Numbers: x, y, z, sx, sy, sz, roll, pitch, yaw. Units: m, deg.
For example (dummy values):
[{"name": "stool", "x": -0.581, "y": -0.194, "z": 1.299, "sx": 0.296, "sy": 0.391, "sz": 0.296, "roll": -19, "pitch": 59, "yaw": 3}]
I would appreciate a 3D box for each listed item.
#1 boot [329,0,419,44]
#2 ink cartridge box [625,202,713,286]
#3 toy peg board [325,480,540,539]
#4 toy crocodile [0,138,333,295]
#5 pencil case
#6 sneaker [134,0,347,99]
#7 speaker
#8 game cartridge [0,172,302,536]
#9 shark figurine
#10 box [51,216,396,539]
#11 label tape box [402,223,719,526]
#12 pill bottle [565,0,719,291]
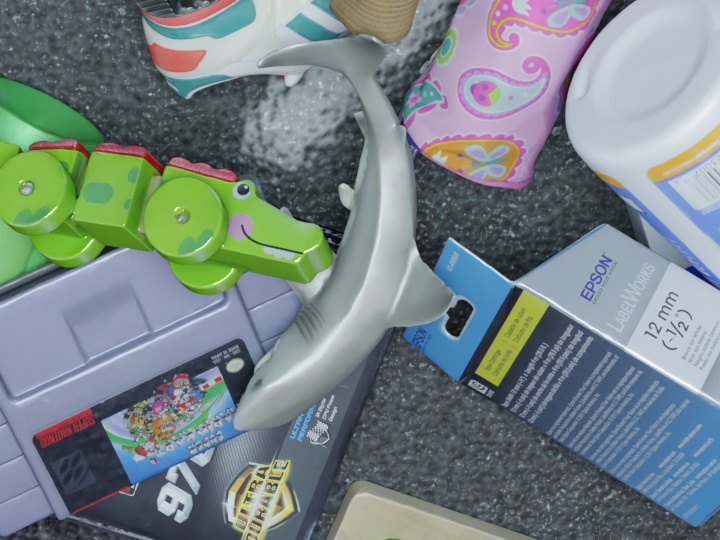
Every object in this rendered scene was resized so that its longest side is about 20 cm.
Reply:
[{"name": "boot", "x": -0.029, "y": -0.212, "z": 0.816, "sx": 0.070, "sy": 0.201, "sz": 0.145, "roll": -30, "pitch": 150, "yaw": -29}, {"name": "ink cartridge box", "x": 0.203, "y": -0.029, "z": 0.994, "sx": 0.093, "sy": 0.044, "sz": 0.202, "roll": -20, "pitch": 111, "yaw": 1}, {"name": "toy peg board", "x": 0.053, "y": 0.260, "z": 1.049, "sx": 0.198, "sy": 0.098, "sz": 0.201, "roll": 20, "pitch": 105, "yaw": -13}, {"name": "toy crocodile", "x": -0.107, "y": -0.033, "z": 0.836, "sx": 0.198, "sy": 0.068, "sz": 0.062, "roll": 11, "pitch": 76, "yaw": 16}, {"name": "pencil case", "x": 0.088, "y": -0.139, "z": 0.905, "sx": 0.087, "sy": 0.088, "sz": 0.201, "roll": 20, "pitch": 118, "yaw": -13}, {"name": "sneaker", "x": -0.024, "y": -0.151, "z": 0.922, "sx": 0.198, "sy": 0.071, "sz": 0.094, "roll": -23, "pitch": 147, "yaw": -14}, {"name": "speaker", "x": -0.211, "y": 0.003, "z": 0.934, "sx": 0.088, "sy": 0.089, "sz": 0.201, "roll": 25, "pitch": 105, "yaw": -14}, {"name": "game cartridge", "x": -0.121, "y": 0.047, "z": 0.918, "sx": 0.198, "sy": 0.038, "sz": 0.131, "roll": -25, "pitch": 114, "yaw": -6}, {"name": "shark figurine", "x": 0.013, "y": -0.019, "z": 0.880, "sx": 0.127, "sy": 0.089, "sz": 0.217, "roll": -8, "pitch": 116, "yaw": -41}, {"name": "box", "x": -0.078, "y": 0.061, "z": 0.990, "sx": 0.158, "sy": 0.046, "sz": 0.202, "roll": 19, "pitch": 106, "yaw": -14}, {"name": "label tape box", "x": 0.131, "y": 0.043, "z": 0.950, "sx": 0.199, "sy": 0.144, "sz": 0.066, "roll": 33, "pitch": 65, "yaw": 6}, {"name": "pill bottle", "x": 0.203, "y": -0.047, "z": 0.895, "sx": 0.112, "sy": 0.112, "sz": 0.200, "roll": -46, "pitch": 124, "yaw": 9}]
